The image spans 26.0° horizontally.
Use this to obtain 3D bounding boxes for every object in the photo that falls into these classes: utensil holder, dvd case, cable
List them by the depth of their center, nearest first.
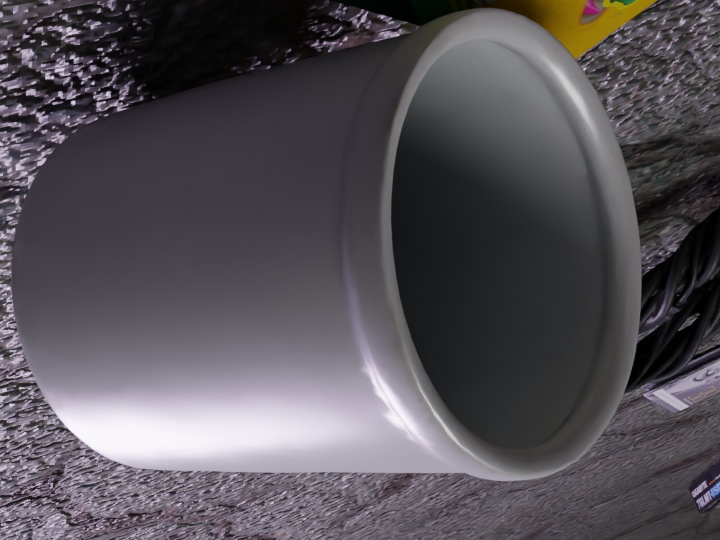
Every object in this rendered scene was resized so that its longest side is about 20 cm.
[{"bbox_3d":[-0.016,0.000,0.619,0.199,0.171,0.169,-8,172,39],"label":"utensil holder"},{"bbox_3d":[0.228,0.022,1.101,0.200,0.051,0.163,-45,162,10],"label":"cable"},{"bbox_3d":[0.388,0.089,1.565,0.199,0.016,0.149,-27,160,15],"label":"dvd case"}]

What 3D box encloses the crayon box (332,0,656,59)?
[{"bbox_3d":[0.095,-0.160,0.560,0.200,0.059,0.172,-34,157,32],"label":"crayon box"}]

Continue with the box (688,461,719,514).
[{"bbox_3d":[0.584,0.269,2.182,0.199,0.050,0.199,-16,159,-13],"label":"box"}]
